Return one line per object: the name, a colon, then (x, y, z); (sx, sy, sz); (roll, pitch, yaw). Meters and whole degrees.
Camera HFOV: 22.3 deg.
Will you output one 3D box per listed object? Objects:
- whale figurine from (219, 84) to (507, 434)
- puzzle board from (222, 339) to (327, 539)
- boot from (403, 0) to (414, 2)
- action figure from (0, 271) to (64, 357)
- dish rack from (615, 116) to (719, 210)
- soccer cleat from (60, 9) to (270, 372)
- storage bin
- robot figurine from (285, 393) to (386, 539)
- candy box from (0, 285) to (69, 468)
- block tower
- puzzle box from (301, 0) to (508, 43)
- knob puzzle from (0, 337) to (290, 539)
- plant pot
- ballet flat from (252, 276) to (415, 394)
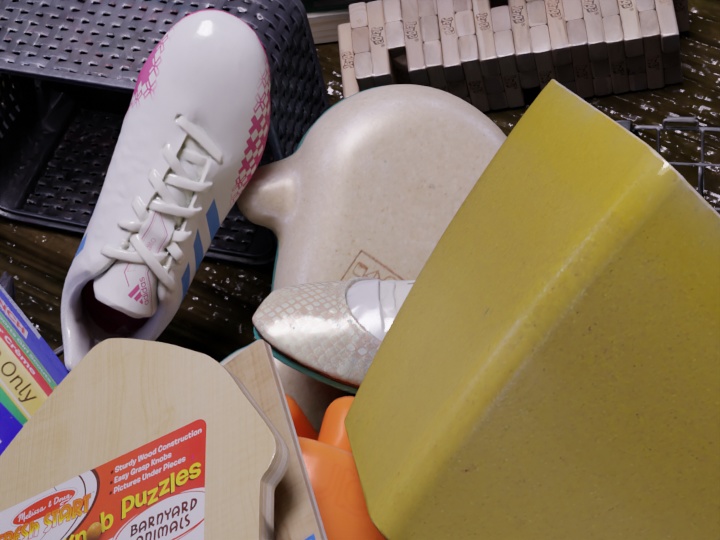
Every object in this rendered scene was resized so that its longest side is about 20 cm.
whale figurine: (0.000, 0.000, 0.949); (0.159, 0.104, 0.200); (33, 86, -10)
puzzle board: (-0.074, 0.141, 0.769); (0.150, 0.017, 0.200); (-37, 42, 15)
boot: (0.080, -0.245, 1.084); (0.138, 0.078, 0.201); (-14, 50, 10)
action figure: (-0.253, 0.045, 0.969); (0.199, 0.102, 0.119); (14, 46, -10)
dish rack: (0.205, -0.008, 0.930); (0.199, 0.055, 0.154); (3, 57, 12)
soccer cleat: (-0.095, -0.028, 0.889); (0.070, 0.201, 0.086); (20, 32, -8)
storage bin: (-0.127, -0.093, 1.007); (0.199, 0.135, 0.094); (11, 56, 20)
robot figurine: (-0.039, 0.155, 0.829); (0.143, 0.117, 0.201); (21, 59, -9)
candy box: (-0.249, 0.077, 0.877); (0.200, 0.077, 0.169); (-37, 97, 1)
block tower: (0.087, -0.128, 1.035); (0.199, 0.054, 0.058); (-9, 61, 7)
puzzle box: (0.059, -0.204, 1.117); (0.199, 0.025, 0.134); (-4, 55, 10)
knob puzzle: (-0.105, 0.116, 0.780); (0.219, 0.030, 0.220); (-24, 46, 28)
plant pot: (0.104, 0.064, 0.761); (0.176, 0.200, 0.200); (-45, 14, 7)
ballet flat: (0.047, 0.035, 0.872); (0.199, 0.062, 0.068); (20, 30, -18)
